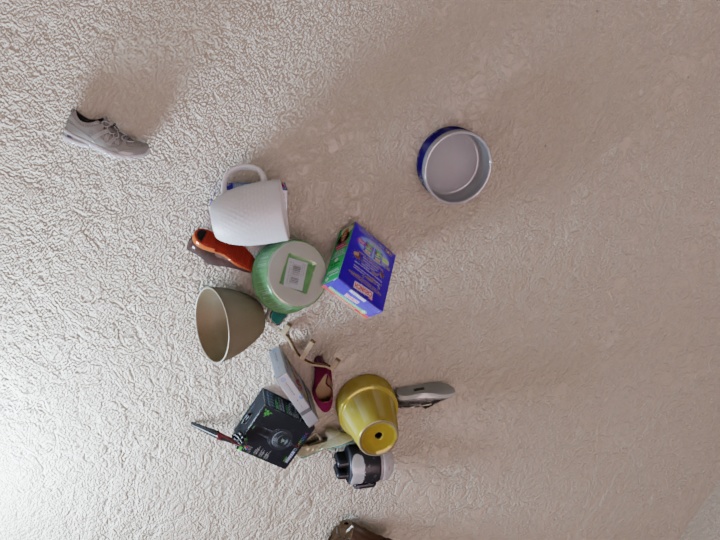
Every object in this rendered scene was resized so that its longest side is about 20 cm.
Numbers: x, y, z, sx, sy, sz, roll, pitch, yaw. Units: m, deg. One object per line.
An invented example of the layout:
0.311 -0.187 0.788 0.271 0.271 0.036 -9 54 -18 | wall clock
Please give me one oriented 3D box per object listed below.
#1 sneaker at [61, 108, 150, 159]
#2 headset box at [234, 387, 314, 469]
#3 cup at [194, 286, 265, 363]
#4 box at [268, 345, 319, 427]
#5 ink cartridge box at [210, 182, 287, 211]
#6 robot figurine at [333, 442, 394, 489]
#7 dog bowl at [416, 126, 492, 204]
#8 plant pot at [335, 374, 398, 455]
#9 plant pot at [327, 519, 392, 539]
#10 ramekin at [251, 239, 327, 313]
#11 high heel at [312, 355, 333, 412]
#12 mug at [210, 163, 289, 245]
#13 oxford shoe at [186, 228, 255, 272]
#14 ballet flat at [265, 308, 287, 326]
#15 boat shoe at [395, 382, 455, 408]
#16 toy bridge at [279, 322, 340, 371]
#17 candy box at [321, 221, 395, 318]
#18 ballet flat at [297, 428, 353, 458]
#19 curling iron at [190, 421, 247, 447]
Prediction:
-0.594 -0.319 1.399 0.196 0.075 0.083 14 111 -19 | sneaker
-0.270 0.482 1.820 0.198 0.093 0.175 32 102 -23 | headset box
-0.343 0.137 1.616 0.141 0.199 0.204 -9 118 -40 | cup
-0.195 0.338 1.743 0.041 0.156 0.202 -31 116 -2 | box
-0.290 -0.155 1.549 0.196 0.076 0.139 -2 112 -15 | ink cartridge box
0.012 0.629 1.943 0.196 0.127 0.151 -1 143 -14 | robot figurine
0.256 -0.289 1.632 0.196 0.079 0.204 -6 115 -12 | dog bowl
0.034 0.457 1.836 0.196 0.189 0.205 -6 114 -13 | plant pot
-0.006 0.981 2.061 0.197 0.201 0.201 39 99 -17 | plant pot
-0.184 0.013 1.590 0.196 0.097 0.205 2 85 -27 | ramekin
-0.111 0.366 1.808 0.066 0.096 0.204 -16 116 -12 | high heel
-0.273 -0.160 1.446 0.172 0.148 0.204 -9 84 -2 | mug
-0.369 -0.043 1.594 0.198 0.072 0.072 31 131 -27 | oxford shoe
-0.206 0.065 1.665 0.072 0.071 0.201 45 68 -27 | ballet flat
0.210 0.410 1.932 0.195 0.071 0.065 -3 114 -5 | boat shoe
-0.156 0.232 1.736 0.198 0.027 0.068 35 103 2 | toy bridge
0.000 0.000 1.624 0.168 0.202 0.076 38 137 -25 | candy box
-0.118 0.543 1.899 0.196 0.070 0.070 -19 117 3 | ballet flat
-0.419 0.481 1.767 0.196 0.025 0.051 10 98 20 | curling iron
